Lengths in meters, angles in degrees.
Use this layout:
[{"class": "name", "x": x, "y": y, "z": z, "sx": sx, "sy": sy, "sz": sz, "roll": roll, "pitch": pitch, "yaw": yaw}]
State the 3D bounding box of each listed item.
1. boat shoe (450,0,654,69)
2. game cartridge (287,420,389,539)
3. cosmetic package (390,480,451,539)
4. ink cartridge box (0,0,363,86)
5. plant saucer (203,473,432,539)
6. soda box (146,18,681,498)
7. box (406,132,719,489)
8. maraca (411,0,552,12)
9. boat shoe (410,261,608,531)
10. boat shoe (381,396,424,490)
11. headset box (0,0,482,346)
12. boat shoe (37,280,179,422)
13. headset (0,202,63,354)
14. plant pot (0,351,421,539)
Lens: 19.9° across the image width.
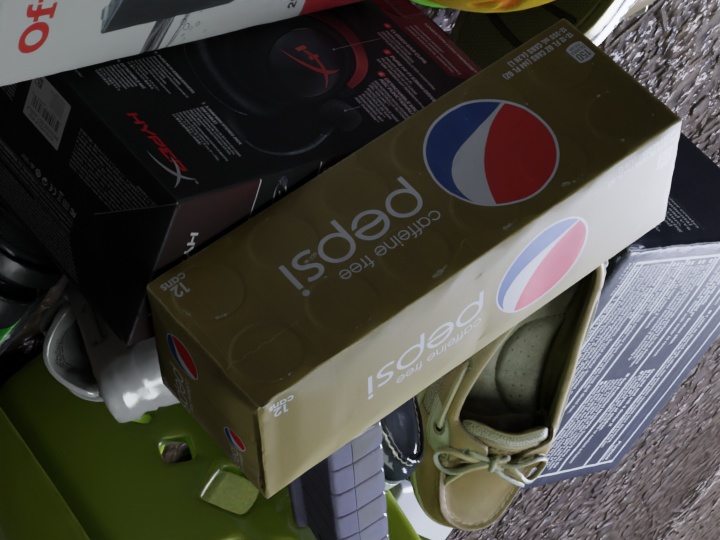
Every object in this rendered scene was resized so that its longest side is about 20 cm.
[{"class": "boat shoe", "x": 0.126, "y": -0.155, "z": 1.019, "sx": 0.200, "sy": 0.075, "sz": 0.068, "roll": -48, "pitch": 148, "yaw": 6}, {"class": "game cartridge", "x": -0.051, "y": 0.025, "z": 0.884, "sx": 0.038, "sy": 0.200, "sz": 0.130, "roll": -29, "pitch": 150, "yaw": -10}, {"class": "cosmetic package", "x": -0.016, "y": 0.186, "z": 1.318, "sx": 0.102, "sy": 0.074, "sz": 0.200, "roll": 0, "pitch": 128, "yaw": -54}, {"class": "ink cartridge box", "x": -0.065, "y": -0.159, "z": 0.726, "sx": 0.200, "sy": 0.084, "sz": 0.145, "roll": -19, "pitch": 145, "yaw": -41}, {"class": "plant saucer", "x": -0.052, "y": 0.205, "z": 1.230, "sx": 0.199, "sy": 0.048, "sz": 0.200, "roll": 25, "pitch": 113, "yaw": -21}, {"class": "soda box", "x": 0.022, "y": -0.007, "z": 0.753, "sx": 0.200, "sy": 0.068, "sz": 0.064, "roll": -34, "pitch": 151, "yaw": -21}, {"class": "box", "x": 0.114, "y": 0.021, "z": 1.203, "sx": 0.198, "sy": 0.123, "sz": 0.200, "roll": -3, "pitch": 133, "yaw": -52}, {"class": "maraca", "x": 0.081, "y": -0.175, "z": 0.888, "sx": 0.200, "sy": 0.107, "sz": 0.137, "roll": -17, "pitch": 145, "yaw": -44}, {"class": "boat shoe", "x": 0.077, "y": 0.059, "z": 1.054, "sx": 0.073, "sy": 0.063, "sz": 0.201, "roll": 9, "pitch": 118, "yaw": -21}, {"class": "boat shoe", "x": 0.001, "y": -0.001, "z": 0.929, "sx": 0.066, "sy": 0.200, "sz": 0.074, "roll": -18, "pitch": 179, "yaw": 21}, {"class": "headset box", "x": -0.048, "y": -0.068, "z": 0.810, "sx": 0.200, "sy": 0.149, "sz": 0.075, "roll": -20, "pitch": 145, "yaw": -42}, {"class": "boat shoe", "x": -0.105, "y": 0.020, "z": 0.862, "sx": 0.067, "sy": 0.074, "sz": 0.200, "roll": -28, "pitch": -171, "yaw": -14}, {"class": "headset", "x": -0.185, "y": 0.000, "z": 0.826, "sx": 0.123, "sy": 0.094, "sz": 0.200, "roll": -43, "pitch": 170, "yaw": -15}, {"class": "plant pot", "x": -0.118, "y": 0.147, "z": 0.982, "sx": 0.181, "sy": 0.199, "sz": 0.200, "roll": -12, "pitch": 139, "yaw": -38}]
